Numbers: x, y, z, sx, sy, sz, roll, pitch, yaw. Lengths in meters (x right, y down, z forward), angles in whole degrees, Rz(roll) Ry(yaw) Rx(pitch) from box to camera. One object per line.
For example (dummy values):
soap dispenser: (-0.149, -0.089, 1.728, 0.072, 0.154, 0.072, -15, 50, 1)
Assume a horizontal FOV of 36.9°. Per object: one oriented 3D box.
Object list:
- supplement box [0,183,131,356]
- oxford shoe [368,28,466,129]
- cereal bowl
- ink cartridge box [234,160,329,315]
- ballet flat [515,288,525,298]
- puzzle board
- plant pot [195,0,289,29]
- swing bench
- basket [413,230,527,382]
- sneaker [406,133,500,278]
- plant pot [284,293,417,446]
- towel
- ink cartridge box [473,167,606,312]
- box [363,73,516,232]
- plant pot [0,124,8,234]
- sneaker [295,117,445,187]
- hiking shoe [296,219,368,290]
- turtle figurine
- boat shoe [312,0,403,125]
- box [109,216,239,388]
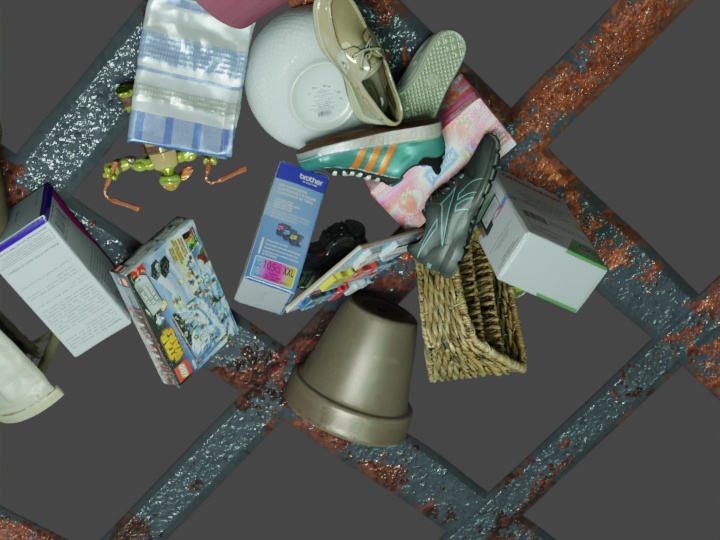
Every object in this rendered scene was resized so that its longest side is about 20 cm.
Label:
supplement box: (-0.411, 0.001, 1.488, 0.102, 0.102, 0.201, -31, 121, 6)
oxford shoe: (0.074, -0.238, 1.470, 0.075, 0.058, 0.202, 32, 92, -19)
cereal bowl: (-0.054, -0.247, 1.442, 0.196, 0.084, 0.203, -6, 119, -11)
ink cartridge box: (-0.104, -0.056, 1.471, 0.075, 0.136, 0.203, 17, 73, -8)
ballet flat: (0.199, 0.029, 1.669, 0.197, 0.067, 0.068, -20, 138, -3)
puzzle board: (0.000, 0.000, 1.481, 0.150, 0.199, 0.018, -39, 80, 29)
plant pot: (-0.123, -0.397, 1.291, 0.178, 0.202, 0.199, -37, 121, 27)
swing bench: (-0.506, 0.082, 1.453, 0.129, 0.201, 0.200, -31, 121, 6)
basket: (0.156, 0.039, 1.545, 0.146, 0.203, 0.143, -6, 147, 5)
sneaker: (0.128, -0.093, 1.453, 0.078, 0.075, 0.203, 23, 96, 9)
plant pot: (0.003, 0.136, 1.604, 0.197, 0.200, 0.177, 14, 105, -20)
towel: (-0.217, -0.253, 1.394, 0.144, 0.024, 0.204, 9, 96, -21)
ink cartridge box: (0.246, -0.049, 1.554, 0.143, 0.201, 0.085, 22, 116, -23)
box: (0.105, -0.162, 1.514, 0.199, 0.103, 0.095, -40, 120, 12)
plant pot: (-0.526, -0.115, 1.364, 0.197, 0.202, 0.176, -17, 139, -3)
sneaker: (0.016, -0.144, 1.421, 0.196, 0.072, 0.081, -10, 108, 0)
hiking shoe: (-0.071, 0.009, 1.585, 0.197, 0.076, 0.102, -23, 118, 0)
turtle figurine: (-0.259, -0.175, 1.446, 0.196, 0.065, 0.164, -9, 113, 3)
boat shoe: (0.002, -0.268, 1.358, 0.072, 0.064, 0.202, -43, 131, -23)
box: (-0.260, 0.046, 1.539, 0.137, 0.039, 0.202, -44, 130, -36)
